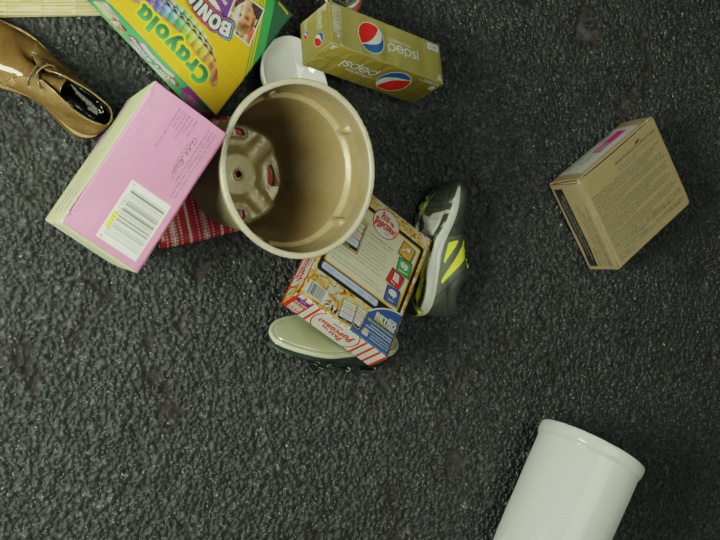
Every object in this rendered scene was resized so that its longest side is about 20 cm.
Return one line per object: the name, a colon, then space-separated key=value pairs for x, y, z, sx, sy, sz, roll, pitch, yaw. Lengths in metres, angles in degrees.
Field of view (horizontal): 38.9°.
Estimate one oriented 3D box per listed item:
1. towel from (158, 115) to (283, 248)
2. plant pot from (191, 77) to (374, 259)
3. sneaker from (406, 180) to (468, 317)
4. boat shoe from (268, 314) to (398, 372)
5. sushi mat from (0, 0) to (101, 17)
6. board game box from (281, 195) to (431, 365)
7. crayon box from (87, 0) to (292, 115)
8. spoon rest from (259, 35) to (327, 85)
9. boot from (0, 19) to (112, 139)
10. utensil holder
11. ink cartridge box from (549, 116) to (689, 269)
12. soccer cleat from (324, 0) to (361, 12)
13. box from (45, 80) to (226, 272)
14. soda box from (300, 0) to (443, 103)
towel: x=-0.180 y=-0.120 z=1.300 sx=0.198 sy=0.022 sz=0.147 roll=-16 pitch=99 yaw=-30
plant pot: x=-0.114 y=-0.117 z=1.219 sx=0.198 sy=0.183 sz=0.204 roll=-2 pitch=93 yaw=-32
sneaker: x=0.118 y=-0.028 z=1.464 sx=0.084 sy=0.074 sz=0.203 roll=16 pitch=92 yaw=-36
boat shoe: x=-0.043 y=0.107 z=1.366 sx=0.198 sy=0.075 sz=0.066 roll=2 pitch=133 yaw=-39
sushi mat: x=-0.343 y=-0.348 z=1.199 sx=0.198 sy=0.012 sz=0.097 roll=-10 pitch=95 yaw=-31
board game box: x=0.000 y=0.000 z=1.354 sx=0.151 sy=0.046 sz=0.201 roll=37 pitch=55 yaw=-18
crayon box: x=-0.205 y=-0.322 z=1.248 sx=0.200 sy=0.058 sz=0.174 roll=45 pitch=68 yaw=-31
spoon rest: x=-0.069 y=-0.211 z=1.341 sx=0.099 sy=0.060 sz=0.202 roll=-35 pitch=110 yaw=-36
boot: x=-0.365 y=-0.225 z=1.154 sx=0.199 sy=0.075 sz=0.074 roll=36 pitch=75 yaw=-26
utensil holder: x=0.309 y=0.352 z=1.528 sx=0.169 sy=0.169 sz=0.202 roll=33 pitch=77 yaw=-27
ink cartridge box: x=0.418 y=-0.124 z=1.637 sx=0.199 sy=0.075 sz=0.166 roll=-37 pitch=108 yaw=-25
soccer cleat: x=-0.040 y=-0.433 z=1.364 sx=0.067 sy=0.073 sz=0.203 roll=-13 pitch=81 yaw=-1
box: x=-0.255 y=-0.101 z=1.135 sx=0.096 sy=0.200 sz=0.177 roll=35 pitch=80 yaw=-20
soda box: x=0.016 y=-0.290 z=1.369 sx=0.198 sy=0.067 sz=0.065 roll=12 pitch=65 yaw=-38
